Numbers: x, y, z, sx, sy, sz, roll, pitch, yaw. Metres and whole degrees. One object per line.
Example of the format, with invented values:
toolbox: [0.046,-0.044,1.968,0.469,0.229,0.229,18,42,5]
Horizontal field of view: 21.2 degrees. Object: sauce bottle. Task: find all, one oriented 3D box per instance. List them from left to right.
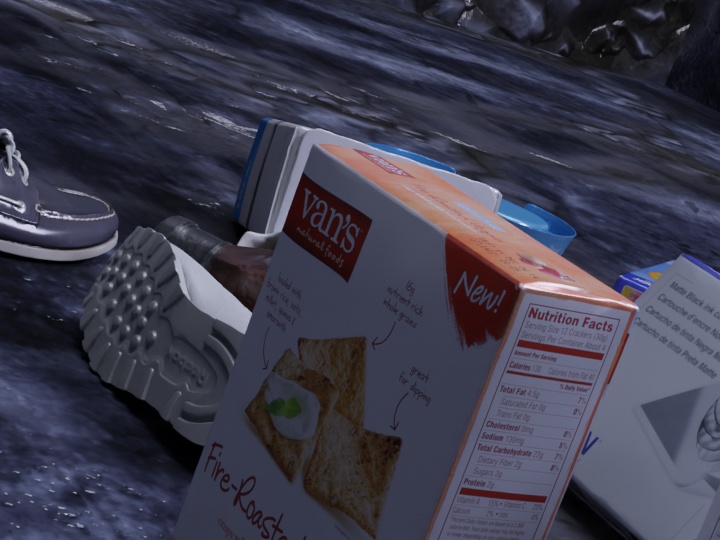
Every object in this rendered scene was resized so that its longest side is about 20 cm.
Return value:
sauce bottle: [-0.037,0.025,1.107,0.200,0.066,0.066,28,15,23]

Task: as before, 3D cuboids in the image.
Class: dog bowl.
dog bowl: [0.083,-0.047,1.620,0.200,0.050,0.111,25,14,21]

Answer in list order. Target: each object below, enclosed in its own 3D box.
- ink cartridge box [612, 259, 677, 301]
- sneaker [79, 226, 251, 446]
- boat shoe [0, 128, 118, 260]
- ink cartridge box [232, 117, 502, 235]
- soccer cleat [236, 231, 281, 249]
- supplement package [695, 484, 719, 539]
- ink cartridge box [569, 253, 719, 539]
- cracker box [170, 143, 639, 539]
ink cartridge box: [0.252,0.057,1.407,0.136,0.077,0.200,25,15,19]
sneaker: [-0.077,0.045,0.984,0.080,0.077,0.200,25,12,-38]
boat shoe: [-0.220,-0.051,1.136,0.200,0.063,0.073,9,17,-42]
ink cartridge box: [-0.001,-0.045,1.331,0.146,0.086,0.200,18,4,-10]
soccer cleat: [0.000,0.000,1.145,0.078,0.069,0.200,34,-23,-31]
supplement package: [0.196,0.155,0.638,0.151,0.200,0.151,12,15,-35]
ink cartridge box: [0.205,0.066,1.042,0.041,0.200,0.200,49,-6,-34]
cracker box: [0.003,0.072,0.677,0.058,0.200,0.134,11,16,-36]
